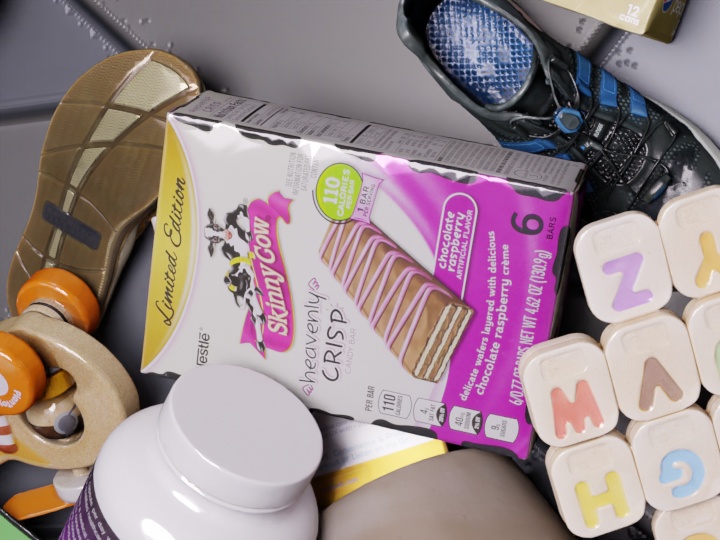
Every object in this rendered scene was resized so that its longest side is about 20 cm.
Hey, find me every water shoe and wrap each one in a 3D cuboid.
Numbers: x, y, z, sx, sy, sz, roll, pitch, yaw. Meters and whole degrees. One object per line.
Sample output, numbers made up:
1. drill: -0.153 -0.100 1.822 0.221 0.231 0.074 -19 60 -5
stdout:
1. water shoe: 0.096 -0.072 0.832 0.200 0.079 0.072 38 106 17

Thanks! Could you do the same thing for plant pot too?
1. plant pot: 0.053 0.191 0.822 0.199 0.200 0.174 -34 63 21

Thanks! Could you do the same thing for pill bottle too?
1. pill bottle: -0.092 0.144 0.820 0.112 0.112 0.201 39 123 16

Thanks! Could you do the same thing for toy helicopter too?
1. toy helicopter: -0.198 0.097 0.971 0.200 0.079 0.132 -31 107 37

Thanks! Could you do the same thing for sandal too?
1. sandal: -0.142 -0.043 0.953 0.080 0.054 0.201 34 120 11

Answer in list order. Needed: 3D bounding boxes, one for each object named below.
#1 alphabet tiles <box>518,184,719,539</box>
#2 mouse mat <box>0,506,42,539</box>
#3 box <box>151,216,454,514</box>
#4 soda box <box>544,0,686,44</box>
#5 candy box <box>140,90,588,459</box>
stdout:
1. alphabet tiles: 0.179 0.054 0.783 0.199 0.015 0.197 -17 109 1
2. mouse mat: -0.251 0.205 1.002 0.161 0.008 0.201 36 119 12
3. box: -0.033 0.028 0.894 0.118 0.041 0.201 -18 79 7
4. soda box: 0.071 -0.179 0.846 0.199 0.064 0.068 23 101 20
5. candy box: 0.000 0.000 0.818 0.199 0.061 0.137 11 108 11
